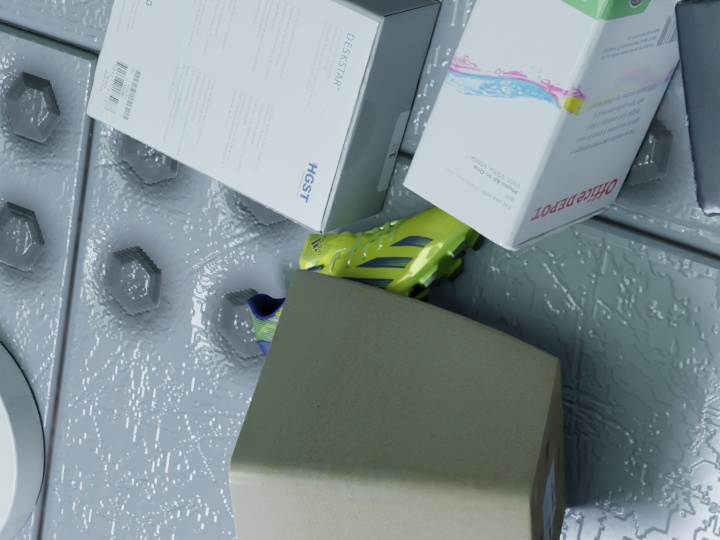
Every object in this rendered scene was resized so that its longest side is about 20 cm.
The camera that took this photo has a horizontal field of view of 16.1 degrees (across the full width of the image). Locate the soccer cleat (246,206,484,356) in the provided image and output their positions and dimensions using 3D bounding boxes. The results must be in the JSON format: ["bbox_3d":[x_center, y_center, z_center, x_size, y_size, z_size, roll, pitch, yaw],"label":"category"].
[{"bbox_3d":[-0.001,0.000,1.683,0.200,0.065,0.084,-37,81,33],"label":"soccer cleat"}]

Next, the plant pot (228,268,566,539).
[{"bbox_3d":[0.034,0.138,1.604,0.177,0.200,0.200,3,128,11],"label":"plant pot"}]

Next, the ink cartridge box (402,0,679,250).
[{"bbox_3d":[0.124,-0.126,1.524,0.087,0.145,0.200,31,117,23],"label":"ink cartridge box"}]

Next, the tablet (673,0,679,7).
[{"bbox_3d":[0.233,-0.073,1.478,0.014,0.130,0.200,-15,94,30],"label":"tablet"}]

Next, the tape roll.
[{"bbox_3d":[-0.328,0.124,1.935,0.203,0.037,0.203,9,107,31],"label":"tape roll"}]

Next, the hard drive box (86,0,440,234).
[{"bbox_3d":[-0.067,-0.138,1.682,0.200,0.077,0.156,28,116,24],"label":"hard drive box"}]

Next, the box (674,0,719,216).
[{"bbox_3d":[0.305,-0.107,1.386,0.200,0.197,0.124,-4,100,32],"label":"box"}]
